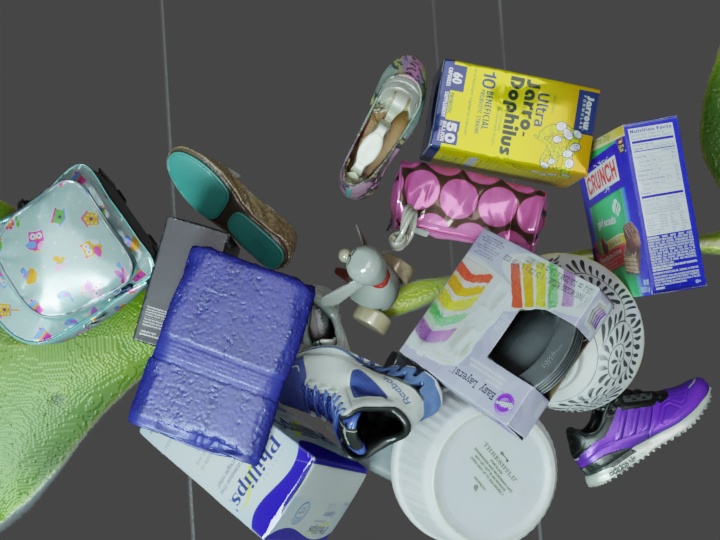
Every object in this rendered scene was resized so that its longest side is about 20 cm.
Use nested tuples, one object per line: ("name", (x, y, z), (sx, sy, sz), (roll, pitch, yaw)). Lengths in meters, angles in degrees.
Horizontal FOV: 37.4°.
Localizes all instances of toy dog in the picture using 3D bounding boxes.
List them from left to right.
("toy dog", (0.000, 0.000, 1.280), (0.095, 0.201, 0.133), (23, 60, 15))

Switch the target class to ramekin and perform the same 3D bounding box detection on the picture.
("ramekin", (0.142, 0.236, 1.263), (0.199, 0.094, 0.206), (-1, 93, -15))

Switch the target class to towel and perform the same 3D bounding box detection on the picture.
("towel", (-0.143, 0.088, 1.116), (0.146, 0.050, 0.203), (20, 83, -1))

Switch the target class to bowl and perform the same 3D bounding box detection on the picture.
("bowl", (0.232, 0.087, 1.272), (0.198, 0.094, 0.204), (7, 105, 25))

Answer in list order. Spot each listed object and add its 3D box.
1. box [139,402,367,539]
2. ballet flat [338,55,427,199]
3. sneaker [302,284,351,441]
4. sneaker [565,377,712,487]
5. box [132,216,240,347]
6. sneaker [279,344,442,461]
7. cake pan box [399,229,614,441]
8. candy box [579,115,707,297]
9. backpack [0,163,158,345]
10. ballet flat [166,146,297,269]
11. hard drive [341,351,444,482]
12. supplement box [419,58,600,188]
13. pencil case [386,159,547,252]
("box", (-0.117, 0.208, 1.214), (0.199, 0.184, 0.106), (35, 89, 24))
("ballet flat", (0.032, -0.182, 1.335), (0.068, 0.071, 0.202), (28, 85, 0))
("sneaker", (-0.037, 0.117, 1.310), (0.074, 0.081, 0.203), (-19, 90, -6))
("sneaker", (0.344, 0.176, 1.332), (0.199, 0.070, 0.100), (-34, 87, -5))
("box", (-0.199, 0.023, 1.246), (0.078, 0.200, 0.143), (18, 85, -2))
("sneaker", (-0.016, 0.152, 1.213), (0.197, 0.115, 0.082), (7, 116, 23))
("cake pan box", (0.165, 0.069, 1.211), (0.185, 0.199, 0.052), (-55, 135, -2))
("candy box", (0.337, -0.070, 1.296), (0.076, 0.169, 0.203), (-8, 87, -8))
("backpack", (-0.359, -0.008, 1.267), (0.199, 0.153, 0.177), (-35, 94, 2))
("ballet flat", (-0.157, -0.083, 1.326), (0.200, 0.065, 0.070), (46, 123, -4))
("hard drive", (0.093, 0.208, 1.314), (0.198, 0.033, 0.141), (29, 85, -15))
("supplement box", (0.183, -0.180, 1.324), (0.197, 0.110, 0.111), (10, 86, -3))
("pencil case", (0.134, -0.073, 1.327), (0.197, 0.091, 0.095), (9, 48, -1))
